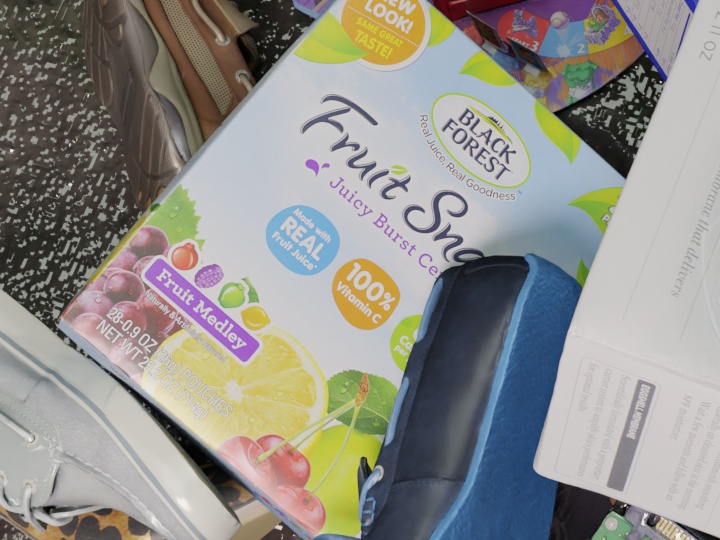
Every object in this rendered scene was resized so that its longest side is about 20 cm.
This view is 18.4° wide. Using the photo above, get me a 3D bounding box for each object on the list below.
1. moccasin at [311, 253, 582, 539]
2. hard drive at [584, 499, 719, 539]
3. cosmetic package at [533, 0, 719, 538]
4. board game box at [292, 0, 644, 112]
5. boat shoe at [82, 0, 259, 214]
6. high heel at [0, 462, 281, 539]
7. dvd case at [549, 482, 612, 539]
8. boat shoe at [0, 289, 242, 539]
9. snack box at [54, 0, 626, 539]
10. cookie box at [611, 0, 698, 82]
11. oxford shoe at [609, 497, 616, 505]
[{"bbox_3d":[0.033,0.091,0.862,0.068,0.080,0.200,6,67,44],"label":"moccasin"},{"bbox_3d":[0.108,0.198,0.861,0.140,0.038,0.200,36,110,15],"label":"hard drive"},{"bbox_3d":[0.194,0.002,0.810,0.200,0.123,0.200,20,62,9],"label":"cosmetic package"},{"bbox_3d":[0.059,-0.170,1.064,0.200,0.039,0.158,30,78,21],"label":"board game box"},{"bbox_3d":[-0.086,-0.102,1.063,0.072,0.076,0.200,-5,55,-21],"label":"boat shoe"},{"bbox_3d":[-0.119,0.076,0.993,0.200,0.071,0.143,-25,70,10],"label":"high heel"},{"bbox_3d":[0.081,0.132,0.957,0.148,0.016,0.200,14,74,17],"label":"dvd case"},{"bbox_3d":[-0.130,0.074,0.936,0.072,0.070,0.201,-47,49,-11],"label":"boat shoe"},{"bbox_3d":[0.000,0.000,0.926,0.169,0.068,0.200,40,80,-6],"label":"snack box"},{"bbox_3d":[0.185,-0.182,1.005,0.171,0.075,0.200,-25,66,-12],"label":"cookie box"},{"bbox_3d":[0.165,0.110,0.887,0.071,0.074,0.200,-33,84,-26],"label":"oxford shoe"}]
